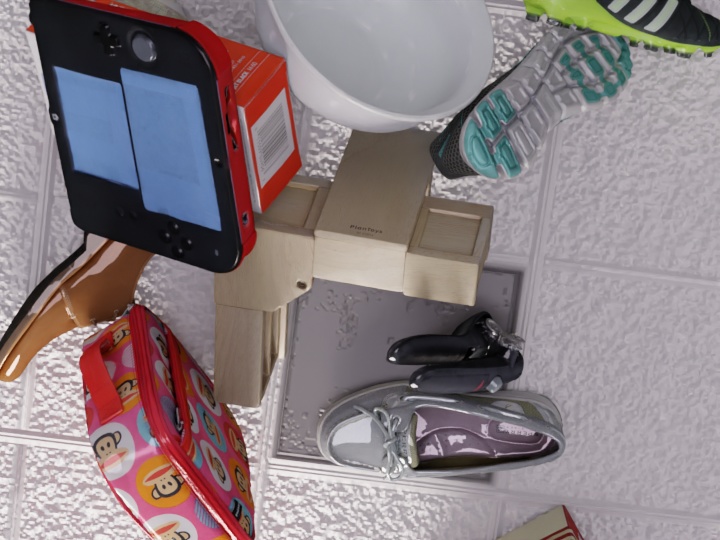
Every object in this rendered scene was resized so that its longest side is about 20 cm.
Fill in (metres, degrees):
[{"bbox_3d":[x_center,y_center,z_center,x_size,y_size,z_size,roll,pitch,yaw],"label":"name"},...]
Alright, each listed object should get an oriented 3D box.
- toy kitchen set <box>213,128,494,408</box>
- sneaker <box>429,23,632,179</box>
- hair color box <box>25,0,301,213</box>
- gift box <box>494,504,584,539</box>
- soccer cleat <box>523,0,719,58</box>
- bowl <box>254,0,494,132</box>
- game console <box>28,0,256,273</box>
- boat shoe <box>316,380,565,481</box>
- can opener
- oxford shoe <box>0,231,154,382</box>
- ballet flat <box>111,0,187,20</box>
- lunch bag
[{"bbox_3d":[0.000,0.000,1.716,0.199,0.163,0.181,9,127,7],"label":"toy kitchen set"},{"bbox_3d":[0.126,-0.133,1.679,0.200,0.091,0.078,-36,100,-32],"label":"sneaker"},{"bbox_3d":[-0.147,-0.129,1.636,0.200,0.064,0.111,20,143,23],"label":"hair color box"},{"bbox_3d":[0.122,0.316,1.744,0.186,0.200,0.185,-28,97,7],"label":"gift box"},{"bbox_3d":[0.208,-0.211,1.652,0.200,0.067,0.081,9,98,-35],"label":"soccer cleat"},{"bbox_3d":[-0.004,-0.179,1.653,0.201,0.201,0.090,36,139,-8],"label":"bowl"},{"bbox_3d":[-0.160,-0.099,1.587,0.176,0.031,0.201,14,126,29],"label":"game console"},{"bbox_3d":[0.065,0.133,1.764,0.201,0.065,0.075,2,103,-1],"label":"boat shoe"},{"bbox_3d":[0.075,0.074,1.684,0.063,0.200,0.079,39,102,15],"label":"can opener"},{"bbox_3d":[-0.221,0.023,1.736,0.071,0.071,0.200,42,98,-14],"label":"oxford shoe"},{"bbox_3d":[-0.188,-0.225,1.681,0.200,0.067,0.062,36,91,-8],"label":"ballet flat"},{"bbox_3d":[-0.158,0.121,1.680,0.082,0.200,0.176,-31,120,7],"label":"lunch bag"}]
